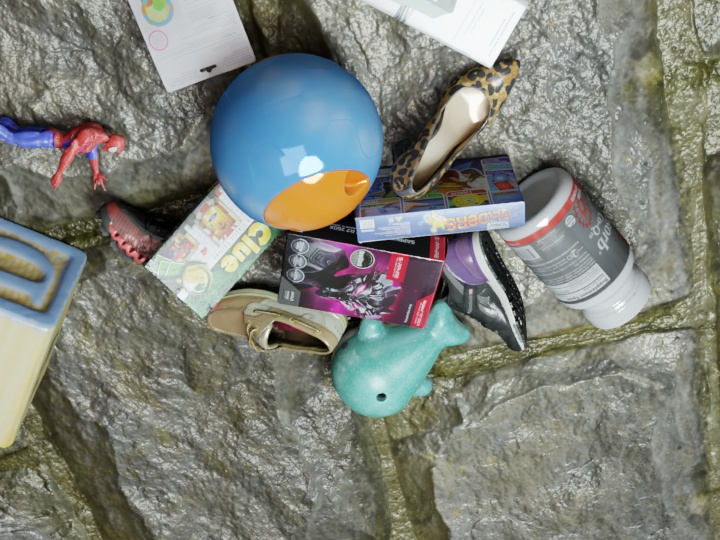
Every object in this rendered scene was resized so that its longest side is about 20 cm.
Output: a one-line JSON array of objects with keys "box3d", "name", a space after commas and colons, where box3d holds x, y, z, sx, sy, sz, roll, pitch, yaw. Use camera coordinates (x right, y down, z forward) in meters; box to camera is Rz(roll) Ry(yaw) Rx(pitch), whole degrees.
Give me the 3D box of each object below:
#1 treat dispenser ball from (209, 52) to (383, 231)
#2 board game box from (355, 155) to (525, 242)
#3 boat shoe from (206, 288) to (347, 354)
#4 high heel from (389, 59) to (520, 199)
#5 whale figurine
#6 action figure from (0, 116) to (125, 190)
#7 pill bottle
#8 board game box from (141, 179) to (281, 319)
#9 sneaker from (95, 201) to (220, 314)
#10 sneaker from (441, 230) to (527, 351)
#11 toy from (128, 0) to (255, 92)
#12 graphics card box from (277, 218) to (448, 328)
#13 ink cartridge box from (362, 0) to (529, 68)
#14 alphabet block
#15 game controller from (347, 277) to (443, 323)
[{"box3d": [-0.073, -0.147, 1.132, 0.199, 0.201, 0.203, 0, 119, -1], "name": "treat dispenser ball"}, {"box3d": [0.092, -0.090, 1.202, 0.198, 0.136, 0.035, -5, 120, 3], "name": "board game box"}, {"box3d": [-0.119, 0.072, 1.305, 0.198, 0.067, 0.074, 1, 135, 18], "name": "boat shoe"}, {"box3d": [0.117, -0.163, 1.157, 0.200, 0.143, 0.071, -38, 112, 18], "name": "high heel"}, {"box3d": [0.054, 0.123, 1.335, 0.199, 0.104, 0.159, -30, 118, 14], "name": "whale figurine"}, {"box3d": [-0.387, -0.138, 1.211, 0.198, 0.065, 0.100, 1, 111, 0], "name": "action figure"}, {"box3d": [0.273, -0.024, 1.252, 0.116, 0.116, 0.200, -38, 113, 19], "name": "pill bottle"}, {"box3d": [-0.169, -0.048, 1.234, 0.105, 0.023, 0.200, 44, 81, -25], "name": "board game box"}, {"box3d": [-0.242, -0.034, 1.267, 0.200, 0.071, 0.098, 39, 108, -18], "name": "sneaker"}, {"box3d": [0.158, 0.032, 1.309, 0.087, 0.076, 0.201, -16, 124, 21], "name": "sneaker"}, {"box3d": [-0.205, -0.320, 1.123, 0.114, 0.047, 0.201, -16, 114, 12], "name": "toy"}, {"box3d": [0.000, 0.000, 1.235, 0.198, 0.051, 0.126, 11, 134, -3], "name": "graphics card box"}, {"box3d": [0.070, -0.320, 1.070, 0.199, 0.146, 0.084, 25, 117, -13], "name": "ink cartridge box"}, {"box3d": [-0.482, 0.066, 1.247, 0.194, 0.197, 0.201, 24, 116, -12], "name": "alphabet block"}, {"box3d": [0.009, 0.017, 1.313, 0.198, 0.042, 0.105, -17, 118, 9], "name": "game controller"}]
